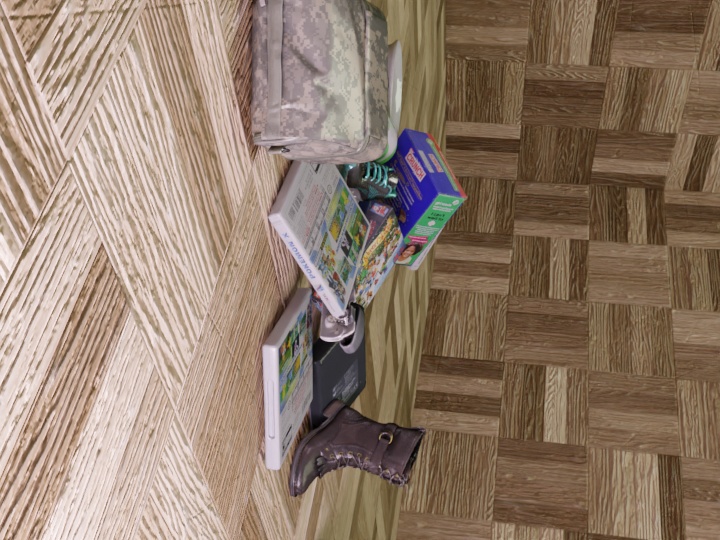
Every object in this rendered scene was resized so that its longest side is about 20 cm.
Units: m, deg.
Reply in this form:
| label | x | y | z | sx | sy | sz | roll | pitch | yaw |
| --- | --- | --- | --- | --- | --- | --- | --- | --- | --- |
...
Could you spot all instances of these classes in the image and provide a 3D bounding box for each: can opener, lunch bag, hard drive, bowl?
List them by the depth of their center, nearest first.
| label | x | y | z | sx | sy | sz | roll | pitch | yaw |
| --- | --- | --- | --- | --- | --- | --- | --- | --- | --- |
| lunch bag | -0.058 | -0.229 | 1.071 | 0.167 | 0.138 | 0.203 | 0 | 92 | -64 |
| can opener | -0.025 | 0.033 | 1.385 | 0.202 | 0.053 | 0.067 | -88 | 156 | -43 |
| hard drive | -0.038 | 0.167 | 1.542 | 0.140 | 0.033 | 0.201 | -48 | 151 | -36 |
| bowl | 0.023 | -0.315 | 1.683 | 0.201 | 0.089 | 0.204 | 4 | 90 | -83 |

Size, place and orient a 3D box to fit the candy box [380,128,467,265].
| label | x | y | z | sx | sy | sz | roll | pitch | yaw |
| --- | --- | --- | --- | --- | --- | --- | --- | --- | --- |
| candy box | 0.092 | -0.138 | 1.775 | 0.200 | 0.076 | 0.170 | -53 | -132 | 39 |

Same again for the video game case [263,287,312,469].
| label | x | y | z | sx | sy | sz | roll | pitch | yaw |
| --- | --- | --- | --- | --- | --- | --- | --- | --- | --- |
| video game case | -0.100 | 0.146 | 1.303 | 0.200 | 0.022 | 0.185 | -63 | 155 | -67 |

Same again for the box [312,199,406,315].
| label | x | y | z | sx | sy | sz | roll | pitch | yaw |
| --- | --- | --- | --- | --- | --- | --- | --- | --- | --- |
| box | 0.000 | 0.000 | 1.551 | 0.201 | 0.037 | 0.137 | -57 | 156 | -16 |

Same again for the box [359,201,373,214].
| label | x | y | z | sx | sy | sz | roll | pitch | yaw |
| --- | --- | --- | --- | --- | --- | --- | --- | --- | --- |
| box | 0.005 | -0.074 | 1.682 | 0.201 | 0.032 | 0.123 | -69 | 164 | -61 |

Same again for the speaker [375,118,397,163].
| label | x | y | z | sx | sy | sz | roll | pitch | yaw |
| --- | --- | --- | --- | --- | --- | --- | --- | --- | --- |
| speaker | 0.001 | -0.253 | 1.514 | 0.200 | 0.087 | 0.090 | 56 | 38 | -60 |

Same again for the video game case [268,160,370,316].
| label | x | y | z | sx | sy | sz | roll | pitch | yaw |
| --- | --- | --- | --- | --- | --- | --- | --- | --- | --- |
| video game case | -0.052 | -0.068 | 1.303 | 0.183 | 0.022 | 0.201 | 58 | 30 | -31 |

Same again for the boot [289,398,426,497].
| label | x | y | z | sx | sy | sz | roll | pitch | yaw |
| --- | --- | --- | --- | --- | --- | --- | --- | --- | --- |
| boot | -0.003 | 0.300 | 1.471 | 0.201 | 0.172 | 0.070 | -55 | 156 | -33 |

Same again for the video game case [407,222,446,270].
| label | x | y | z | sx | sy | sz | roll | pitch | yaw |
| --- | --- | --- | --- | --- | --- | --- | --- | --- | --- |
| video game case | 0.102 | -0.135 | 1.844 | 0.183 | 0.023 | 0.201 | -60 | -134 | 33 |

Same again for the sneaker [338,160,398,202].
| label | x | y | z | sx | sy | sz | roll | pitch | yaw |
| --- | --- | --- | --- | --- | --- | --- | --- | --- | --- |
| sneaker | 0.017 | -0.158 | 1.520 | 0.200 | 0.090 | 0.079 | 38 | 56 | -79 |
